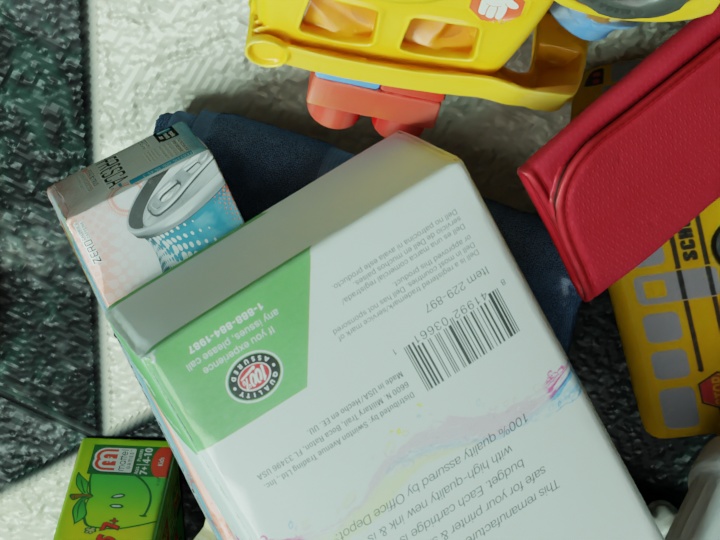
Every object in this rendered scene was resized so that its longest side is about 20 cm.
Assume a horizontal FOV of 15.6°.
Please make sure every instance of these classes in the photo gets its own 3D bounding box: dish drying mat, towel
[{"bbox_3d":[0.151,-0.074,1.031,0.200,0.018,0.077,-39,131,-11],"label":"dish drying mat"},{"bbox_3d":[0.000,0.000,1.132,0.200,0.049,0.112,19,125,11],"label":"towel"}]

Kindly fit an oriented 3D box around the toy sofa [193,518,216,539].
[{"bbox_3d":[-0.030,0.184,1.235,0.083,0.098,0.200,29,155,23],"label":"toy sofa"}]

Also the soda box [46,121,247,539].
[{"bbox_3d":[-0.057,0.043,1.096,0.068,0.064,0.200,-27,110,-7],"label":"soda box"}]

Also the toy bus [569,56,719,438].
[{"bbox_3d":[0.149,0.006,1.131,0.078,0.065,0.200,-9,124,12],"label":"toy bus"}]

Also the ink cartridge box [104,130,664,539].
[{"bbox_3d":[0.013,0.068,1.043,0.145,0.088,0.200,-33,108,-9],"label":"ink cartridge box"}]

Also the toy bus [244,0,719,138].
[{"bbox_3d":[0.049,-0.124,1.018,0.200,0.136,0.192,9,139,-4],"label":"toy bus"}]

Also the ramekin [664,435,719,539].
[{"bbox_3d":[0.203,0.163,1.092,0.202,0.094,0.202,34,164,11],"label":"ramekin"}]

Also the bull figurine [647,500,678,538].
[{"bbox_3d":[0.052,0.104,1.213,0.200,0.065,0.121,1,124,4],"label":"bull figurine"}]

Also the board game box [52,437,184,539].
[{"bbox_3d":[-0.119,0.179,1.200,0.048,0.200,0.102,3,126,5],"label":"board game box"}]
